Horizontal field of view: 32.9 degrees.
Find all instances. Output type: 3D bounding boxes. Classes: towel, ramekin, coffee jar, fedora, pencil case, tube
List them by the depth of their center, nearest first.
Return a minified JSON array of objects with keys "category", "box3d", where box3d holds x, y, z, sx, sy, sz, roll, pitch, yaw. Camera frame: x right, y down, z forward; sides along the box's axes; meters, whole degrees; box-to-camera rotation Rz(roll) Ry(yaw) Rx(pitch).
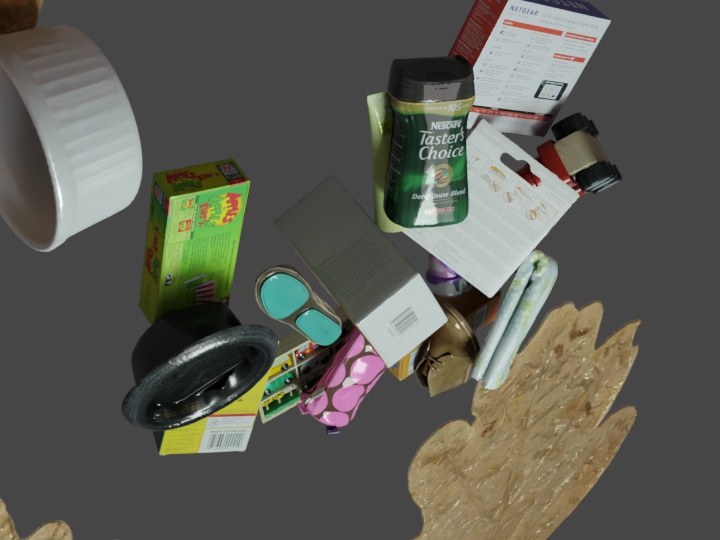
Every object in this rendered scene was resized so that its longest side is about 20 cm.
[{"category":"ramekin","box3d":[-0.285,-0.127,1.120,0.097,0.200,0.201,-25,142,-31]},{"category":"fedora","box3d":[-0.201,0.102,1.443,0.200,0.092,0.201,-25,152,-14]},{"category":"coffee jar","box3d":[0.082,-0.156,1.456,0.104,0.085,0.201,-6,117,-14]},{"category":"tube","box3d":[0.041,-0.140,1.525,0.058,0.052,0.201,-60,157,-48]},{"category":"pencil case","box3d":[-0.007,0.123,1.681,0.093,0.091,0.201,13,116,-40]},{"category":"towel","box3d":[0.216,0.068,1.688,0.201,0.048,0.171,-65,170,4]}]

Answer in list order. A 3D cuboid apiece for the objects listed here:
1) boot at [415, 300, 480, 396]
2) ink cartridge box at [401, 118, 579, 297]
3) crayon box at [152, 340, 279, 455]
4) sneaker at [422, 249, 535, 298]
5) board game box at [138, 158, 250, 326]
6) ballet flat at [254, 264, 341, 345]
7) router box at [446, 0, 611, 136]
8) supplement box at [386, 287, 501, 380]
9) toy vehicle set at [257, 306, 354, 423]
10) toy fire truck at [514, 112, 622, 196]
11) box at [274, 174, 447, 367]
[{"category":"boot","box3d":[0.117,0.116,1.701,0.075,0.074,0.200,-31,150,-15]},{"category":"ink cartridge box","box3d":[0.167,-0.083,1.584,0.200,0.161,0.050,-52,-179,31]},{"category":"crayon box","box3d":[-0.191,0.153,1.599,0.126,0.051,0.201,2,128,-26]},{"category":"sneaker","box3d":[0.171,-0.033,1.739,0.199,0.080,0.089,-22,117,-32]},{"category":"board game box","box3d":[-0.196,-0.029,1.424,0.101,0.048,0.201,-15,138,-31]},{"category":"ballet flat","box3d":[-0.091,0.034,1.571,0.068,0.067,0.200,-34,144,2]},{"category":"router box","box3d":[0.198,-0.262,1.535,0.199,0.049,0.180,0,128,-42]},{"category":"supplement box","box3d":[0.112,0.077,1.779,0.199,0.067,0.069,-28,146,-30]},{"category":"toy vehicle set","box3d":[-0.067,0.125,1.722,0.199,0.027,0.125,-29,143,-16]},{"category":"toy fire truck","box3d":[0.249,-0.107,1.665,0.199,0.129,0.176,-28,174,17]},{"category":"box","box3d":[0.000,0.000,1.502,0.097,0.200,0.125,-38,144,-2]}]
